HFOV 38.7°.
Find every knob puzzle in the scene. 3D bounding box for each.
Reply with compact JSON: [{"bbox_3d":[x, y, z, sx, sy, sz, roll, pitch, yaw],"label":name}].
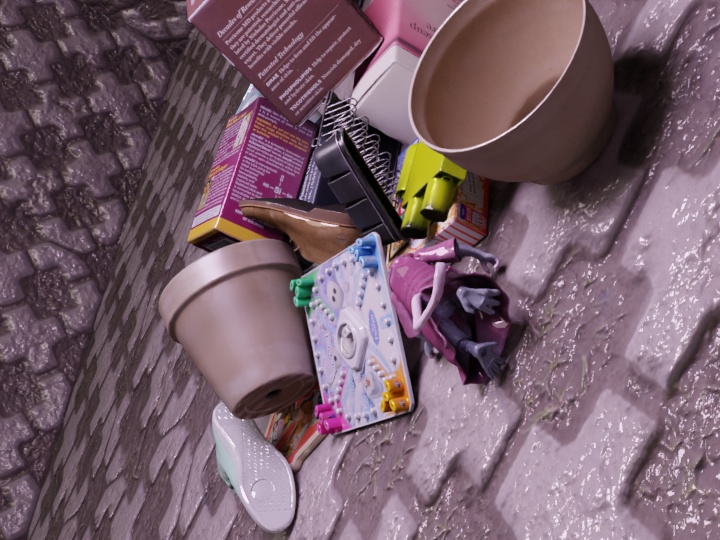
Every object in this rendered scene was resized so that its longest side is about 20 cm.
[{"bbox_3d":[-0.092,0.185,1.399,0.220,0.030,0.222,-50,27,36],"label":"knob puzzle"}]

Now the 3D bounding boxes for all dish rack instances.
[{"bbox_3d":[0.002,-0.131,1.226,0.054,0.155,0.201,-23,30,19],"label":"dish rack"}]

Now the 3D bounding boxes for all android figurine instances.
[{"bbox_3d":[0.091,-0.140,1.137,0.182,0.040,0.204,140,146,-68],"label":"android figurine"}]

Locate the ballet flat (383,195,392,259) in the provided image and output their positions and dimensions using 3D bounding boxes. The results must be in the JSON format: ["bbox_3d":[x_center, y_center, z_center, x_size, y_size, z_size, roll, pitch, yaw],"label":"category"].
[{"bbox_3d":[0.000,0.000,1.316,0.072,0.070,0.203,-113,42,-62],"label":"ballet flat"}]

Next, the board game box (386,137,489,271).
[{"bbox_3d":[0.093,-0.094,1.226,0.151,0.046,0.203,-41,32,47],"label":"board game box"}]

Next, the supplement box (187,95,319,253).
[{"bbox_3d":[-0.152,-0.121,1.443,0.130,0.102,0.204,-14,57,63],"label":"supplement box"}]

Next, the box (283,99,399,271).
[{"bbox_3d":[-0.049,-0.101,1.481,0.199,0.116,0.200,-36,36,54],"label":"box"}]

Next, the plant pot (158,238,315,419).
[{"bbox_3d":[-0.141,0.088,1.334,0.200,0.197,0.176,-48,59,38],"label":"plant pot"}]

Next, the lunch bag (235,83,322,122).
[{"bbox_3d":[-0.124,-0.226,1.712,0.123,0.168,0.200,-59,19,11],"label":"lunch bag"}]

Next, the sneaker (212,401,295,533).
[{"bbox_3d":[-0.138,0.281,1.361,0.120,0.073,0.202,94,152,-46],"label":"sneaker"}]

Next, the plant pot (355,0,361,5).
[{"bbox_3d":[-0.120,-0.489,1.975,0.177,0.196,0.204,139,149,-67],"label":"plant pot"}]

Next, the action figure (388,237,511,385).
[{"bbox_3d":[0.067,0.033,1.036,0.200,0.147,0.136,40,111,54],"label":"action figure"}]

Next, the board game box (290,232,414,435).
[{"bbox_3d":[-0.017,0.081,1.206,0.199,0.025,0.204,-29,70,57],"label":"board game box"}]

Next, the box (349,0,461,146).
[{"bbox_3d":[0.071,-0.281,1.364,0.109,0.126,0.203,-42,32,42],"label":"box"}]

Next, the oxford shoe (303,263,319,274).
[{"bbox_3d":[-0.064,0.037,1.441,0.199,0.074,0.059,-37,56,52],"label":"oxford shoe"}]

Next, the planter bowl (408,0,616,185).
[{"bbox_3d":[0.162,-0.166,0.982,0.198,0.134,0.203,-27,45,31],"label":"planter bowl"}]

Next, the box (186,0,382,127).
[{"bbox_3d":[-0.103,-0.333,1.341,0.164,0.200,0.167,-43,26,11],"label":"box"}]

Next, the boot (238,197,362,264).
[{"bbox_3d":[-0.081,-0.052,1.304,0.197,0.073,0.077,15,107,35],"label":"boot"}]
